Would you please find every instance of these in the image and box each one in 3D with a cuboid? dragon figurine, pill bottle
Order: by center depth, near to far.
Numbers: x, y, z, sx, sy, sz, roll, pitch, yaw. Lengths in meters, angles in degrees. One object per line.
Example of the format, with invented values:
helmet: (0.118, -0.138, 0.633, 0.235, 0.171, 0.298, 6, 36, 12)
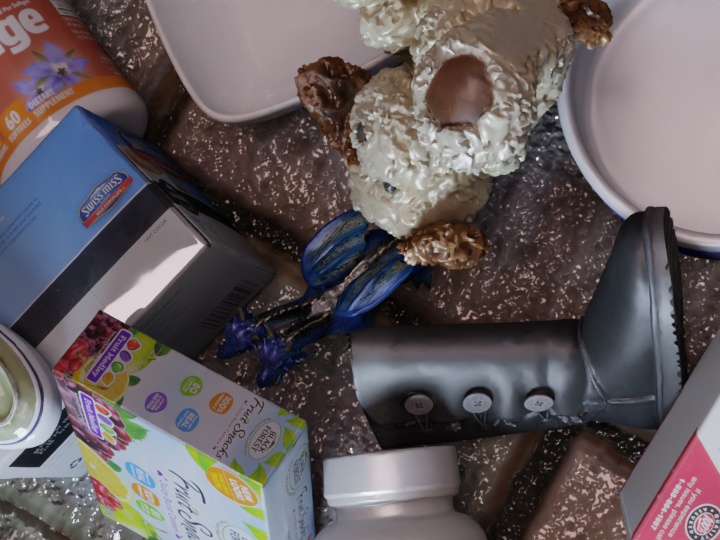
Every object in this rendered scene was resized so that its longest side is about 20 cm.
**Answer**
pill bottle: (0.027, 0.209, 0.912, 0.112, 0.112, 0.201, -7, 82, 13)
dragon figurine: (0.000, 0.000, 0.951, 0.200, 0.099, 0.059, -44, 76, 6)
pill bottle: (-0.242, -0.148, 1.024, 0.112, 0.112, 0.200, -40, 76, 6)

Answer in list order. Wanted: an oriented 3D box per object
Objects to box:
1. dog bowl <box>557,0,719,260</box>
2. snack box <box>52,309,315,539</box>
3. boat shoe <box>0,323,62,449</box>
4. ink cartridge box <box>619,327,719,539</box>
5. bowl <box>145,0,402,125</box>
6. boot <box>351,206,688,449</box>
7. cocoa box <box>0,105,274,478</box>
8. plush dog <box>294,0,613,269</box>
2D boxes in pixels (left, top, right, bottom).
dog bowl: (0.222, -0.108, 0.919, 0.199, 0.079, 0.201, -2, 83, 14)
snack box: (-0.099, 0.121, 0.911, 0.142, 0.200, 0.053, 25, 62, 16)
boat shoe: (-0.266, 0.044, 0.895, 0.199, 0.062, 0.072, 29, 93, 18)
ink cartridge box: (0.266, 0.127, 0.839, 0.199, 0.083, 0.146, 29, 102, -1)
bowl: (-0.041, -0.204, 1.000, 0.199, 0.075, 0.201, -24, 78, 9)
boot: (0.090, 0.038, 0.904, 0.199, 0.165, 0.066, -1, 38, 15)
cocoa box: (-0.182, 0.018, 0.977, 0.200, 0.133, 0.131, -46, 73, 5)
plush dog: (0.047, -0.097, 0.884, 0.172, 0.160, 0.200, -56, 50, 34)
